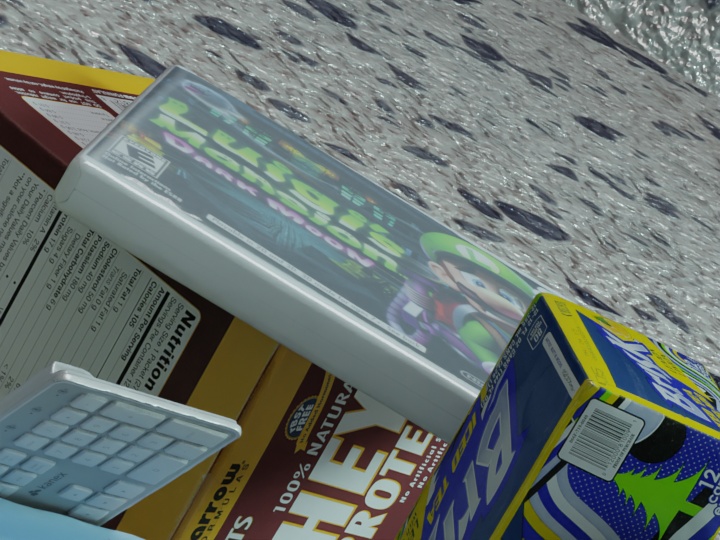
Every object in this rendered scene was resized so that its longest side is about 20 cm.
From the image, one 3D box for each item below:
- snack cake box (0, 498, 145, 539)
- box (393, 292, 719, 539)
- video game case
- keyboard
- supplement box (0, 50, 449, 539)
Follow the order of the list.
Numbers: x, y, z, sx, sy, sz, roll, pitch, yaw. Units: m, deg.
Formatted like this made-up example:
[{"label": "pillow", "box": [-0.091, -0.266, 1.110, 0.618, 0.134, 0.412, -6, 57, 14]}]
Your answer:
[{"label": "snack cake box", "box": [-0.125, 0.114, 0.665, 0.199, 0.115, 0.067, 19, 19, -34]}, {"label": "box", "box": [0.039, 0.113, 0.812, 0.064, 0.200, 0.070, 24, 16, -18]}, {"label": "video game case", "box": [0.000, 0.000, 0.927, 0.200, 0.023, 0.182, 31, 15, -2]}, {"label": "keyboard", "box": [-0.112, 0.073, 0.720, 0.056, 0.200, 0.011, 25, 51, -31]}, {"label": "supplement box", "box": [-0.073, 0.029, 0.998, 0.200, 0.133, 0.197, 38, 17, 28]}]
